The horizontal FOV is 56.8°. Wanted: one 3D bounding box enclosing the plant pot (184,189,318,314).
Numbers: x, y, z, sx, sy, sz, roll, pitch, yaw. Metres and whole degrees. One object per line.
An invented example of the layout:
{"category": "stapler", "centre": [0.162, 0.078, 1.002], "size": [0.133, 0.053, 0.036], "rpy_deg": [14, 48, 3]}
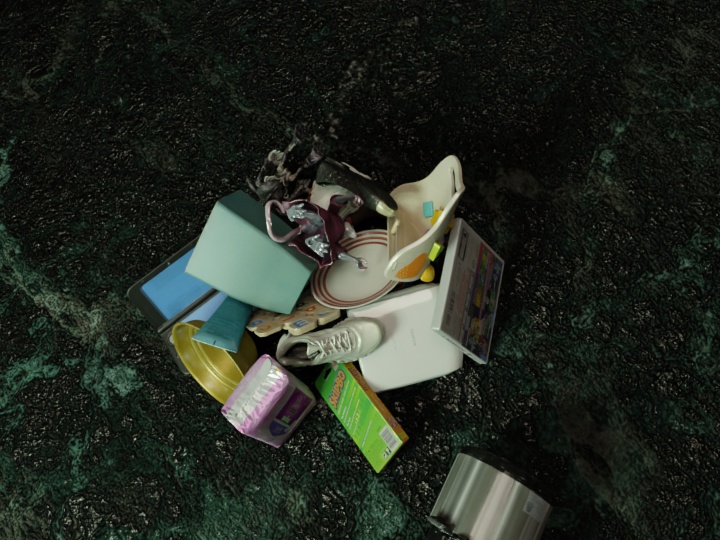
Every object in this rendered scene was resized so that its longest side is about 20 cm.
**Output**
{"category": "plant pot", "centre": [-0.181, -0.022, 1.193], "size": [0.197, 0.142, 0.144], "rpy_deg": [31, 106, 0]}

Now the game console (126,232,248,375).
{"category": "game console", "centre": [-0.316, 0.066, 1.287], "size": [0.198, 0.117, 0.177], "rpy_deg": [-36, 68, -5]}

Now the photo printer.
{"category": "photo printer", "centre": [0.086, 0.120, 1.204], "size": [0.194, 0.069, 0.172], "rpy_deg": [-14, 92, 3]}

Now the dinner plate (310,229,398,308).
{"category": "dinner plate", "centre": [0.000, 0.000, 1.227], "size": [0.194, 0.025, 0.204], "rpy_deg": [-16, 41, 14]}

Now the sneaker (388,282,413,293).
{"category": "sneaker", "centre": [0.071, -0.016, 1.276], "size": [0.073, 0.079, 0.206], "rpy_deg": [5, 70, 11]}

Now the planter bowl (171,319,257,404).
{"category": "planter bowl", "centre": [-0.249, 0.152, 1.226], "size": [0.197, 0.204, 0.083], "rpy_deg": [32, 51, 19]}

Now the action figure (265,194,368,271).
{"category": "action figure", "centre": [-0.064, -0.064, 1.174], "size": [0.144, 0.200, 0.139], "rpy_deg": [1, 97, 16]}

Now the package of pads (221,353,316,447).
{"category": "package of pads", "centre": [-0.153, 0.230, 1.154], "size": [0.075, 0.201, 0.121], "rpy_deg": [38, 80, 22]}

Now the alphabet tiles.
{"category": "alphabet tiles", "centre": [-0.121, 0.073, 1.227], "size": [0.192, 0.015, 0.198], "rpy_deg": [-22, 22, -28]}

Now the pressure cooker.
{"category": "pressure cooker", "centre": [0.193, 0.403, 1.047], "size": [0.172, 0.179, 0.204], "rpy_deg": [25, 74, 14]}

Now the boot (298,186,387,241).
{"category": "boot", "centre": [-0.031, -0.091, 1.339], "size": [0.195, 0.072, 0.170], "rpy_deg": [24, 87, 15]}

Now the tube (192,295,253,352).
{"category": "tube", "centre": [-0.226, 0.083, 1.162], "size": [0.075, 0.201, 0.052], "rpy_deg": [12, 111, 1]}

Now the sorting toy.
{"category": "sorting toy", "centre": [0.121, -0.098, 1.144], "size": [0.104, 0.182, 0.203], "rpy_deg": [22, 37, -16]}

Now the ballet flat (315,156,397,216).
{"category": "ballet flat", "centre": [-0.006, -0.144, 1.207], "size": [0.198, 0.066, 0.058], "rpy_deg": [37, 108, 35]}

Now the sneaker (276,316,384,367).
{"category": "sneaker", "centre": [-0.053, 0.129, 1.142], "size": [0.194, 0.081, 0.078], "rpy_deg": [-14, 89, 5]}

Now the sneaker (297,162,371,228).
{"category": "sneaker", "centre": [-0.071, -0.124, 1.287], "size": [0.200, 0.078, 0.099], "rpy_deg": [-46, 64, -8]}

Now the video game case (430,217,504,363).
{"category": "video game case", "centre": [0.196, 0.040, 1.188], "size": [0.022, 0.181, 0.206], "rpy_deg": [-2, 65, 38]}

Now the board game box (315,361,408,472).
{"category": "board game box", "centre": [-0.003, 0.249, 1.187], "size": [0.030, 0.097, 0.201], "rpy_deg": [-18, 60, -48]}

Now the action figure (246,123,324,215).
{"category": "action figure", "centre": [-0.152, -0.195, 1.367], "size": [0.119, 0.103, 0.200], "rpy_deg": [42, 122, -6]}
